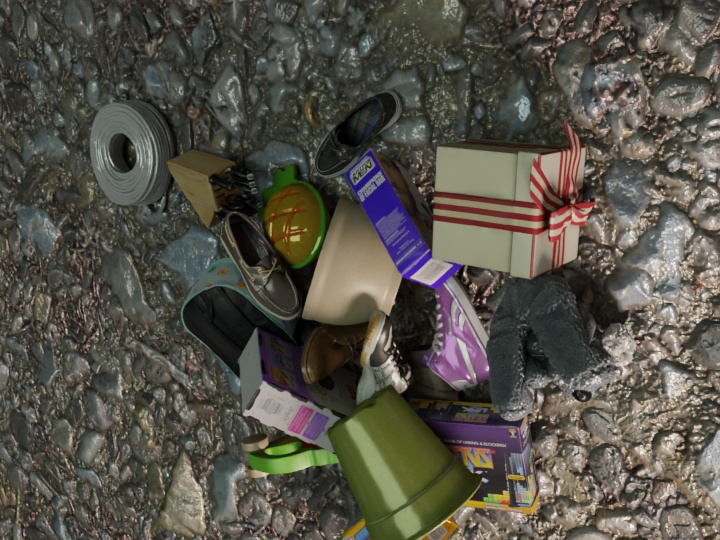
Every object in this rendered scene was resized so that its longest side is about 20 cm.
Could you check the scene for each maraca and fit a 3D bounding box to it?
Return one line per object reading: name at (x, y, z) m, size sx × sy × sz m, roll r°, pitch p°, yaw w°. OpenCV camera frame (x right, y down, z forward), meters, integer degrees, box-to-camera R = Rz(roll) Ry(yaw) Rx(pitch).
maraca at (-0.116, -0.092, 1.500) m, size 0.138 × 0.106 × 0.201 m, roll -50°, pitch 49°, yaw 20°

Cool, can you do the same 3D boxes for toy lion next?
toy lion at (-0.078, 0.299, 1.515) m, size 0.190 × 0.197 × 0.070 m, roll -2°, pitch 102°, yaw 52°

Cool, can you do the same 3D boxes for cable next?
cable at (-0.444, -0.226, 1.707) m, size 0.198 × 0.069 × 0.203 m, roll 35°, pitch 119°, yaw 23°

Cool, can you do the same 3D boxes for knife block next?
knife block at (-0.254, -0.164, 1.556) m, size 0.202 × 0.063 × 0.176 m, roll 55°, pitch 149°, yaw 12°

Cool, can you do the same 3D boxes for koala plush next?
koala plush at (0.285, 0.109, 1.227) m, size 0.176 × 0.198 × 0.188 m, roll -30°, pitch 56°, yaw 35°

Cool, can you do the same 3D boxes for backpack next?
backpack at (-0.206, 0.071, 1.544) m, size 0.199 × 0.155 × 0.175 m, roll 37°, pitch 131°, yaw -26°

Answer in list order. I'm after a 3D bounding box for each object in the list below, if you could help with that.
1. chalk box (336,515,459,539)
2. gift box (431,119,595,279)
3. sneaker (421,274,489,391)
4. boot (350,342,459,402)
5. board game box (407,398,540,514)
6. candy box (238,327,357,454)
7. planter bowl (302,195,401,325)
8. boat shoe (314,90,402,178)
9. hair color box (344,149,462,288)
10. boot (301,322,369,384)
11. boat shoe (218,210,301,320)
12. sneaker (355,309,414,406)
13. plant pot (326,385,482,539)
chalk box at (0.047, 0.463, 1.506) m, size 0.125 × 0.124 × 0.200 m, roll 50°, pitch 122°, yaw 13°
gift box at (0.212, -0.104, 1.222) m, size 0.183 × 0.183 × 0.205 m, roll 12°, pitch 112°, yaw 33°
sneaker at (0.129, 0.088, 1.367) m, size 0.113 × 0.073 × 0.204 m, roll -28°, pitch 84°, yaw 9°
boot at (0.072, 0.198, 1.462) m, size 0.197 × 0.070 × 0.150 m, roll -3°, pitch 106°, yaw 39°
board game box at (0.171, 0.289, 1.383) m, size 0.196 × 0.057 × 0.169 m, roll -1°, pitch 119°, yaw 28°
candy box at (-0.094, 0.197, 1.433) m, size 0.197 × 0.168 × 0.072 m, roll 27°, pitch 108°, yaw -20°
planter bowl at (0.000, 0.000, 1.404) m, size 0.132 × 0.201 × 0.204 m, roll 19°, pitch 114°, yaw -1°
boat shoe at (-0.016, -0.215, 1.420) m, size 0.199 × 0.066 × 0.071 m, roll -34°, pitch 82°, yaw 35°
hair color box at (0.064, -0.078, 1.334) m, size 0.065 × 0.108 × 0.202 m, roll -41°, pitch 59°, yaw 20°
boot at (-0.030, 0.121, 1.431) m, size 0.074 × 0.200 × 0.075 m, roll 0°, pitch 111°, yaw 27°
boat shoe at (-0.163, -0.009, 1.449) m, size 0.202 × 0.071 × 0.060 m, roll 55°, pitch 159°, yaw 11°
sneaker at (0.044, 0.142, 1.371) m, size 0.086 × 0.076 × 0.203 m, roll 12°, pitch 135°, yaw 8°
plant pot at (0.047, 0.283, 1.309) m, size 0.199 × 0.199 × 0.192 m, roll -38°, pitch 86°, yaw 34°
